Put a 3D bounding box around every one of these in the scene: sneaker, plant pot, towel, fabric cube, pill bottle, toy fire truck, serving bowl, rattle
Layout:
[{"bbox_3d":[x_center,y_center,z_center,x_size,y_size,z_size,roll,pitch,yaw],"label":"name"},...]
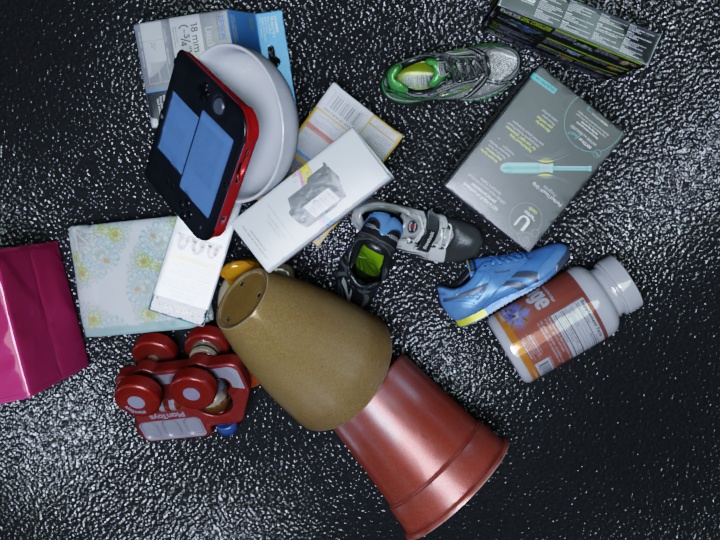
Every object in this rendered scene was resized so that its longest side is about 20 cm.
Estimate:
[{"bbox_3d":[0.000,0.000,1.080,0.071,0.083,0.200,27,141,1],"label":"sneaker"},{"bbox_3d":[-0.092,0.089,1.034,0.186,0.186,0.200,-45,125,7],"label":"plant pot"},{"bbox_3d":[-0.327,0.009,1.148,0.200,0.048,0.172,-5,94,3],"label":"towel"},{"bbox_3d":[-0.535,0.079,1.088,0.196,0.200,0.200,-13,95,4],"label":"fabric cube"},{"bbox_3d":[0.293,0.065,1.097,0.200,0.112,0.112,-32,95,5],"label":"pill bottle"},{"bbox_3d":[0.129,-0.271,1.073,0.200,0.085,0.078,-12,97,3],"label":"sneaker"},{"bbox_3d":[-0.254,0.182,1.131,0.200,0.112,0.168,-8,127,10],"label":"toy fire truck"},{"bbox_3d":[-0.148,-0.191,0.997,0.200,0.066,0.200,12,109,38],"label":"serving bowl"},{"bbox_3d":[0.072,0.239,1.098,0.201,0.201,0.195,-44,85,7],"label":"plant pot"},{"bbox_3d":[-0.151,0.085,1.107,0.130,0.143,0.200,9,92,-14],"label":"rattle"},{"bbox_3d":[0.081,-0.054,1.103,0.200,0.089,0.074,12,96,-1],"label":"sneaker"},{"bbox_3d":[0.206,0.003,1.114,0.200,0.066,0.079,-30,98,6],"label":"sneaker"}]

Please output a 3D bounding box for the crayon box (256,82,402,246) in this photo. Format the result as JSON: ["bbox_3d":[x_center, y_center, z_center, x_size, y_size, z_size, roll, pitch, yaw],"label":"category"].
[{"bbox_3d":[-0.048,-0.152,1.112,0.126,0.052,0.200,37,96,-3],"label":"crayon box"}]

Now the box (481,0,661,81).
[{"bbox_3d":[0.265,-0.313,1.008,0.200,0.193,0.048,22,97,0],"label":"box"}]

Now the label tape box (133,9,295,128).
[{"bbox_3d":[-0.201,-0.285,1.076,0.200,0.063,0.144,-8,98,4],"label":"label tape box"}]

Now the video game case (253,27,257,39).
[{"bbox_3d":[-0.224,-0.254,1.122,0.143,0.019,0.200,3,98,2],"label":"video game case"}]

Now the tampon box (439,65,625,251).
[{"bbox_3d":[0.230,-0.153,1.064,0.150,0.126,0.200,38,98,-2],"label":"tampon box"}]

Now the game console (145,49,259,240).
[{"bbox_3d":[-0.213,-0.158,0.998,0.177,0.031,0.200,43,125,25],"label":"game console"}]

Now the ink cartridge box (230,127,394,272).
[{"bbox_3d":[-0.058,-0.095,1.021,0.200,0.146,0.083,-38,93,5],"label":"ink cartridge box"}]

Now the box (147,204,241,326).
[{"bbox_3d":[-0.232,-0.028,1.094,0.082,0.049,0.200,18,91,-9],"label":"box"}]
